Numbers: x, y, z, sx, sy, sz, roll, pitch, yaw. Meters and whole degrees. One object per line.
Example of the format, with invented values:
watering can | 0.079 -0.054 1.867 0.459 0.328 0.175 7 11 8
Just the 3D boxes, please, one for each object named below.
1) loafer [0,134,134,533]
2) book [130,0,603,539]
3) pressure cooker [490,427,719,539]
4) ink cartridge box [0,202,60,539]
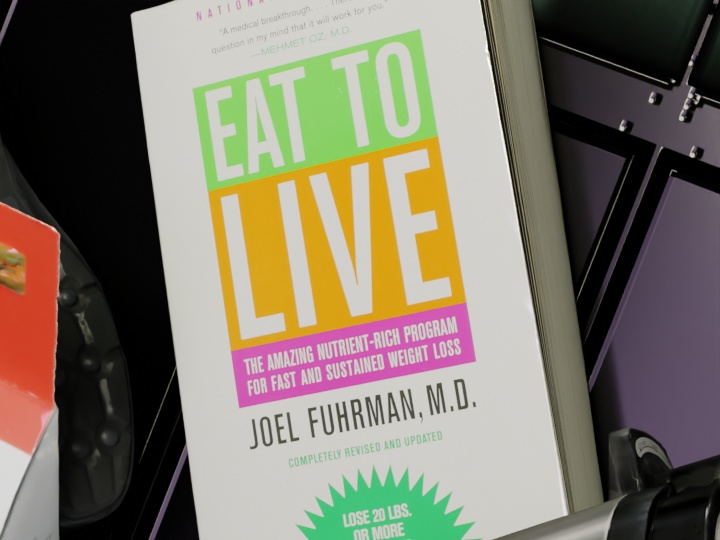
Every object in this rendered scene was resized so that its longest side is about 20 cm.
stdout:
loafer | -0.138 0.000 0.979 0.070 0.068 0.201 -37 78 53
book | 0.000 0.000 0.933 0.133 0.048 0.200 -12 82 24
pressure cooker | 0.074 0.152 0.816 0.200 0.179 0.176 -19 113 18
ink cartridge box | -0.175 0.047 0.934 0.162 0.057 0.200 24 136 22
